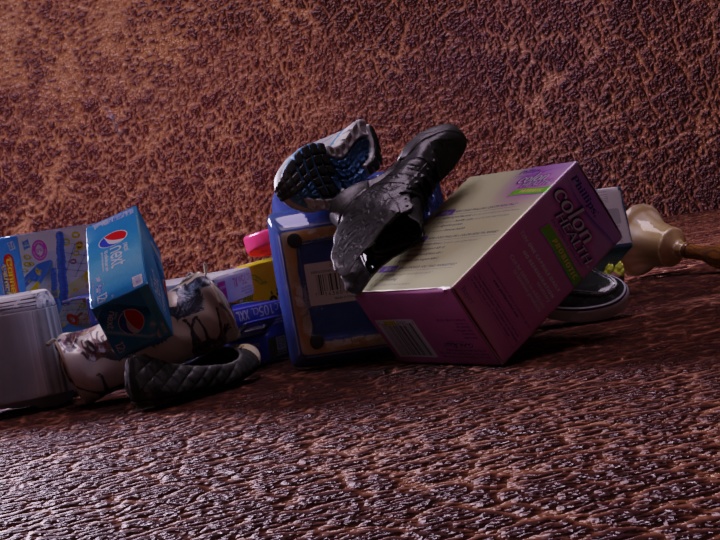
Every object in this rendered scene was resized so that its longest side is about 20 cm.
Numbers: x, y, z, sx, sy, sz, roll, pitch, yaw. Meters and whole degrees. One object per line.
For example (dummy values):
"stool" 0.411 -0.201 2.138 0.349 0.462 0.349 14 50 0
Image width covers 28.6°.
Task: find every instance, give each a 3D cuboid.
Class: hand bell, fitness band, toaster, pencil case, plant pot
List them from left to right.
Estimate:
"toaster" -0.402 0.095 1.577 0.199 0.130 0.114 -10 4 -12
"pencil case" -0.236 0.071 1.532 0.199 0.090 0.078 -24 -13 -7
"fitness band" -0.051 -0.052 1.803 0.199 0.038 0.144 -13 2 7
"plant pot" 0.000 0.000 1.579 0.199 0.201 0.180 -8 9 8
"hand bell" 0.450 -0.027 1.918 0.104 0.105 0.200 -11 16 -34

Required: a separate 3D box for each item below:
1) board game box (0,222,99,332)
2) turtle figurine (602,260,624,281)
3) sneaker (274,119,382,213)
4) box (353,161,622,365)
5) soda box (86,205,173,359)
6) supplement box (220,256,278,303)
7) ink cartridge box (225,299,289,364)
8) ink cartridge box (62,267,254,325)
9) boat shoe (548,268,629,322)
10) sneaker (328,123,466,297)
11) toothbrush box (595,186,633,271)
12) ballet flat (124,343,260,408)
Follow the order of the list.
"board game box" -0.361 0.043 1.780 0.056 0.197 0.200 -6 4 35
"turtle figurine" 0.240 0.013 1.737 0.161 0.065 0.200 0 -15 -4
"sneaker" -0.051 -0.102 1.526 0.086 0.075 0.200 -18 9 29
"box" 0.125 -0.005 1.407 0.200 0.097 0.176 -45 20 -26
"soda box" -0.244 0.009 1.484 0.064 0.068 0.200 -23 28 0
"supplement box" -0.075 0.028 1.830 0.199 0.110 0.109 -15 2 7
"ink cartridge box" -0.177 0.082 1.671 0.200 0.077 0.136 -4 6 45
"ink cartridge box" -0.241 0.033 1.692 0.199 0.042 0.119 -6 5 18
"boat shoe" 0.198 0.002 1.554 0.199 0.068 0.074 12 44 12
"sneaker" 0.045 -0.065 1.434 0.200 0.060 0.104 -35 41 -8
"toothbrush box" 0.262 -0.035 1.877 0.146 0.086 0.200 -7 -14 -6
"ballet flat" -0.168 0.099 1.473 0.066 0.057 0.200 -6 4 32
